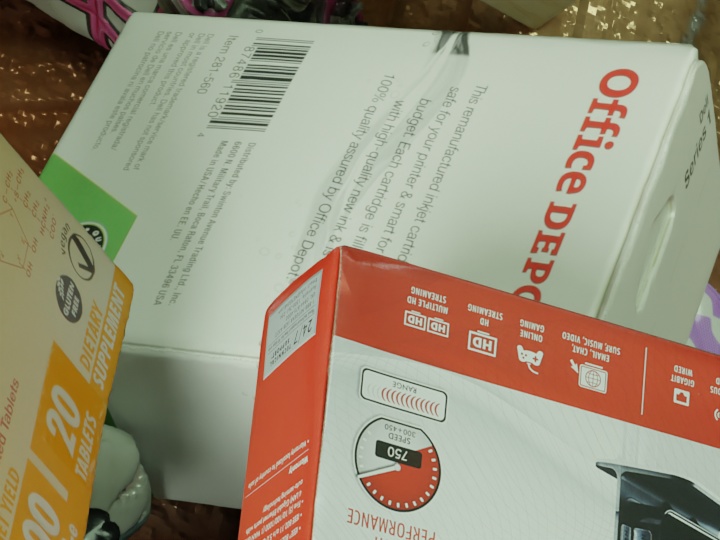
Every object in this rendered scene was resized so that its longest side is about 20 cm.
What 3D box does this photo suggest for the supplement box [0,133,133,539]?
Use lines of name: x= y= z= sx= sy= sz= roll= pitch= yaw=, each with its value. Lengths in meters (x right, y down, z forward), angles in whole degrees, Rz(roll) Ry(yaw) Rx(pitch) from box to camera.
supplement box: x=-0.142 y=-0.002 z=0.631 sx=0.200 sy=0.073 sz=0.126 roll=51 pitch=32 yaw=-38

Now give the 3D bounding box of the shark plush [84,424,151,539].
shark plush: x=-0.146 y=0.098 z=0.758 sx=0.200 sy=0.083 sz=0.091 roll=-37 pitch=70 yaw=-21

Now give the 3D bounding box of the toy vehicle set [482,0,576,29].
toy vehicle set: x=0.015 y=-0.157 z=0.949 sx=0.124 sy=0.026 sz=0.200 roll=58 pitch=14 yaw=13

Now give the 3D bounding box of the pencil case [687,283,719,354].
pencil case: x=0.050 y=0.072 z=0.878 sx=0.084 sy=0.086 sz=0.200 roll=17 pitch=41 yaw=38

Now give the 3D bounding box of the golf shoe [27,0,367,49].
golf shoe: x=-0.080 y=-0.114 z=0.922 sx=0.200 sy=0.092 sz=0.073 roll=38 pitch=65 yaw=-30

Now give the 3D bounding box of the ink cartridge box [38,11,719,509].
ink cartridge box: x=0.000 y=0.000 z=0.824 sx=0.200 sy=0.084 sz=0.146 roll=7 pitch=50 yaw=23

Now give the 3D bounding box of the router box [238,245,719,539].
router box: x=0.065 y=0.107 z=0.664 sx=0.200 sy=0.049 sz=0.180 roll=16 pitch=62 yaw=-22
